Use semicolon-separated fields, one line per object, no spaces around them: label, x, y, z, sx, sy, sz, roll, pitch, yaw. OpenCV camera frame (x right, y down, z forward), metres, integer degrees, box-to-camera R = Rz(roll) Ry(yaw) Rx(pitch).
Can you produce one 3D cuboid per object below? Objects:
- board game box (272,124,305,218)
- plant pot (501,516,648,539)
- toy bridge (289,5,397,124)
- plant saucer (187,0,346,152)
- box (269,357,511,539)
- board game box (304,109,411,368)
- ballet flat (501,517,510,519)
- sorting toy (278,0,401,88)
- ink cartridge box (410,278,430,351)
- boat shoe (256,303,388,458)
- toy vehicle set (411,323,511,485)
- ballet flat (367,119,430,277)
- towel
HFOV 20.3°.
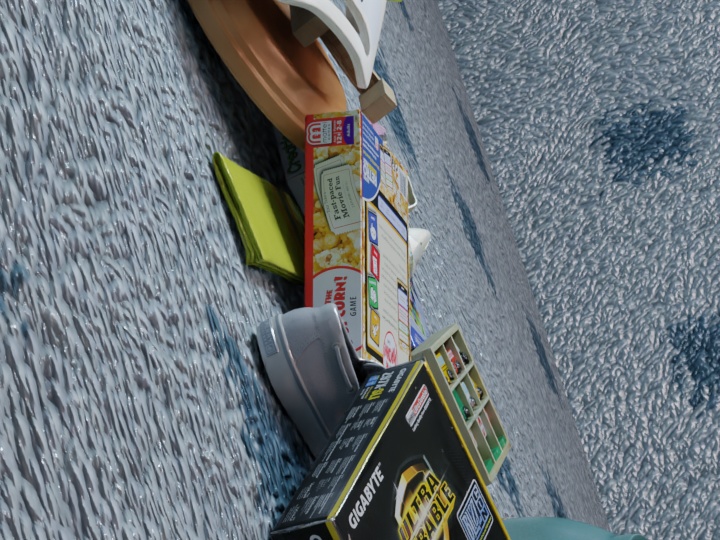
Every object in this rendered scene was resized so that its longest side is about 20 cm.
board game box;-0.037;-0.088;1.670;0.201;0.034;0.127;-106;171;-54
plant pot;0.160;0.267;1.474;0.200;0.133;0.202;49;30;-42
toy bridge;-0.040;-0.200;1.576;0.200;0.027;0.067;48;15;-25
plant saucer;-0.070;-0.178;1.558;0.201;0.037;0.201;52;14;-19
box;0.027;0.173;1.260;0.161;0.049;0.200;66;27;-17
board game box;0.000;0.000;1.508;0.152;0.046;0.202;45;42;-68
ballet flat;0.111;0.299;1.601;0.070;0.065;0.202;36;44;-51
sorting toy;-0.024;-0.233;1.501;0.200;0.106;0.181;43;37;-39
ink cartridge box;0.032;0.037;1.843;0.119;0.042;0.202;53;20;-61
boat shoe;-0.007;0.087;1.374;0.072;0.068;0.201;-102;168;-45
toy vehicle set;0.087;0.118;1.761;0.125;0.026;0.200;66;10;0
ballet flat;0.022;-0.048;1.785;0.069;0.071;0.202;-44;-128;53
towel;-0.066;-0.031;1.470;0.087;0.018;0.200;66;9;11
